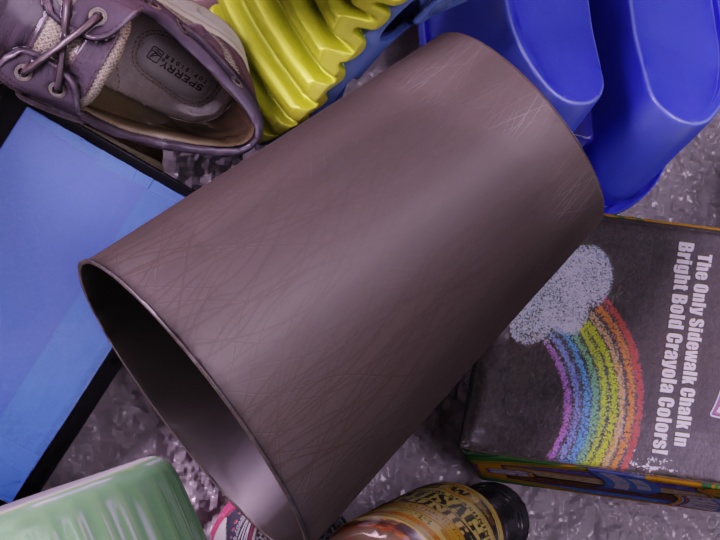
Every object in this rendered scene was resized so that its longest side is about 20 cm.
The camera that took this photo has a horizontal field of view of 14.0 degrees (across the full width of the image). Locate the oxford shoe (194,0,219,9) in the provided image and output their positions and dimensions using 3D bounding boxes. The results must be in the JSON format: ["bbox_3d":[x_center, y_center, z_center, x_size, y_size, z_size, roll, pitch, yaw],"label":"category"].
[{"bbox_3d":[-0.055,-0.155,1.385,0.199,0.073,0.072,-29,101,-26],"label":"oxford shoe"}]

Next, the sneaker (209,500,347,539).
[{"bbox_3d":[0.003,0.181,1.397,0.081,0.075,0.200,-40,104,-24],"label":"sneaker"}]

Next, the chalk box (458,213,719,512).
[{"bbox_3d":[0.157,0.048,1.410,0.199,0.124,0.126,9,82,7],"label":"chalk box"}]

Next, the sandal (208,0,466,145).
[{"bbox_3d":[0.003,-0.121,1.329,0.087,0.200,0.080,-7,67,-46],"label":"sandal"}]

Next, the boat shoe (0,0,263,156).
[{"bbox_3d":[-0.120,-0.100,1.254,0.199,0.065,0.072,23,106,-39],"label":"boat shoe"}]

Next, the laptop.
[{"bbox_3d":[-0.178,0.015,1.255,0.103,0.200,0.178,36,100,14],"label":"laptop"}]

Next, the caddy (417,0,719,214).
[{"bbox_3d":[0.099,-0.123,1.441,0.141,0.105,0.201,9,62,-26],"label":"caddy"}]

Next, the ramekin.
[{"bbox_3d":[-0.150,0.152,1.253,0.199,0.200,0.098,-19,89,-27],"label":"ramekin"}]

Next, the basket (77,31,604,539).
[{"bbox_3d":[0.000,0.000,1.298,0.200,0.136,0.181,-40,133,-15],"label":"basket"}]

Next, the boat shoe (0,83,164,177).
[{"bbox_3d":[-0.173,-0.096,1.322,0.202,0.075,0.075,24,71,-24],"label":"boat shoe"}]

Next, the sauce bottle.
[{"bbox_3d":[0.033,0.132,1.366,0.066,0.200,0.066,2,96,16],"label":"sauce bottle"}]
